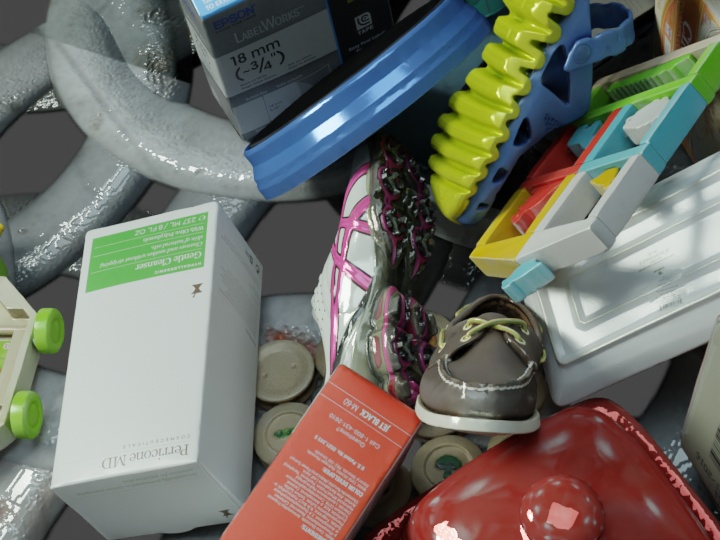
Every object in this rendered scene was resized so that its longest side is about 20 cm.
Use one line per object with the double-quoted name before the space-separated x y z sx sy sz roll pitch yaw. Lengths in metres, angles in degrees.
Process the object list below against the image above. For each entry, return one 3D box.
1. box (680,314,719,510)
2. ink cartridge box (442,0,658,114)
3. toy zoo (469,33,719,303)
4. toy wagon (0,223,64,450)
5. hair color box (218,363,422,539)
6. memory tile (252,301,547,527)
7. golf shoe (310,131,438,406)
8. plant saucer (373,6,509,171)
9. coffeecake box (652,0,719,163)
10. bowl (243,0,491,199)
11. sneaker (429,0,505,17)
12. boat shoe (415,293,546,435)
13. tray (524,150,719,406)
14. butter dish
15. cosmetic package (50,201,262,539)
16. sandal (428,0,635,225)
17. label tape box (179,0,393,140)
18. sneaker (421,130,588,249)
"box" 0.301 0.076 0.814 0.199 0.128 0.109 -15 50 -14
"ink cartridge box" 0.156 -0.164 1.034 0.200 0.099 0.039 -33 83 -24
"toy zoo" 0.143 -0.060 0.894 0.200 0.020 0.131 -52 17 -23
"toy wagon" -0.289 0.054 1.027 0.154 0.040 0.201 0 54 11
"hair color box" -0.046 0.162 0.834 0.064 0.111 0.200 32 70 6
"memory tile" 0.025 0.094 0.947 0.199 0.017 0.154 -12 53 3
"golf shoe" 0.000 0.000 0.955 0.092 0.073 0.201 -17 57 31
"plant saucer" 0.082 -0.154 1.114 0.070 0.019 0.200 26 64 27
"coffeecake box" 0.269 -0.112 0.958 0.073 0.154 0.201 -18 53 -5
"bowl" 0.000 -0.126 1.015 0.200 0.200 0.039 -41 100 -18
"sneaker" 0.082 -0.254 1.094 0.083 0.200 0.121 -37 100 -8
"boat shoe" 0.075 0.053 0.840 0.071 0.200 0.060 8 96 9
"tray" 0.181 -0.003 0.867 0.199 0.022 0.108 -29 63 31
"butter dish" 0.113 0.160 0.796 0.199 0.148 0.200 -30 57 -10
"cosmetic package" -0.129 0.066 0.950 0.107 0.085 0.201 -13 51 15
"sandal" 0.114 -0.114 0.930 0.201 0.087 0.080 -61 30 19
"label tape box" -0.059 -0.208 1.066 0.144 0.200 0.063 -26 53 -8
"sneaker" 0.133 -0.050 0.993 0.199 0.071 0.099 24 67 30
